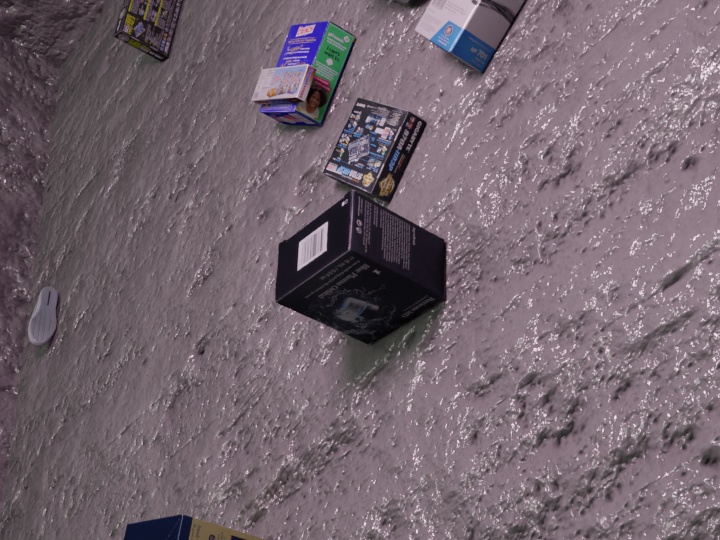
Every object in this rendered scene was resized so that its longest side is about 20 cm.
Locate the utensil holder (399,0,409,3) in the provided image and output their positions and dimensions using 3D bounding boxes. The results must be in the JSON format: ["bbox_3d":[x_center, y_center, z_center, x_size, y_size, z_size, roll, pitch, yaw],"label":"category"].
[{"bbox_3d":[0.037,-0.620,2.152,0.171,0.198,0.171,-52,20,28],"label":"utensil holder"}]

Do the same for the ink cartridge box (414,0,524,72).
[{"bbox_3d":[0.197,-0.458,1.942,0.201,0.085,0.147,-58,33,11],"label":"ink cartridge box"}]

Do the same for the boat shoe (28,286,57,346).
[{"bbox_3d":[-0.877,0.140,3.178,0.202,0.073,0.067,-86,21,-45],"label":"boat shoe"}]

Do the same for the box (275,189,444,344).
[{"bbox_3d":[0.000,0.000,1.822,0.196,0.198,0.119,-33,43,41],"label":"box"}]

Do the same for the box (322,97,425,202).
[{"bbox_3d":[0.022,-0.223,2.084,0.199,0.046,0.161,27,93,58],"label":"box"}]

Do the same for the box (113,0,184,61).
[{"bbox_3d":[-0.591,-0.712,3.218,0.044,0.159,0.203,-17,56,51],"label":"box"}]

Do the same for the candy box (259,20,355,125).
[{"bbox_3d":[-0.113,-0.408,2.380,0.168,0.076,0.203,14,83,58],"label":"candy box"}]

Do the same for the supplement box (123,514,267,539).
[{"bbox_3d":[-0.271,0.501,1.892,0.199,0.198,0.136,-21,52,48],"label":"supplement box"}]

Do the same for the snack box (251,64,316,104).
[{"bbox_3d":[-0.158,-0.377,2.333,0.199,0.024,0.073,10,78,57],"label":"snack box"}]
